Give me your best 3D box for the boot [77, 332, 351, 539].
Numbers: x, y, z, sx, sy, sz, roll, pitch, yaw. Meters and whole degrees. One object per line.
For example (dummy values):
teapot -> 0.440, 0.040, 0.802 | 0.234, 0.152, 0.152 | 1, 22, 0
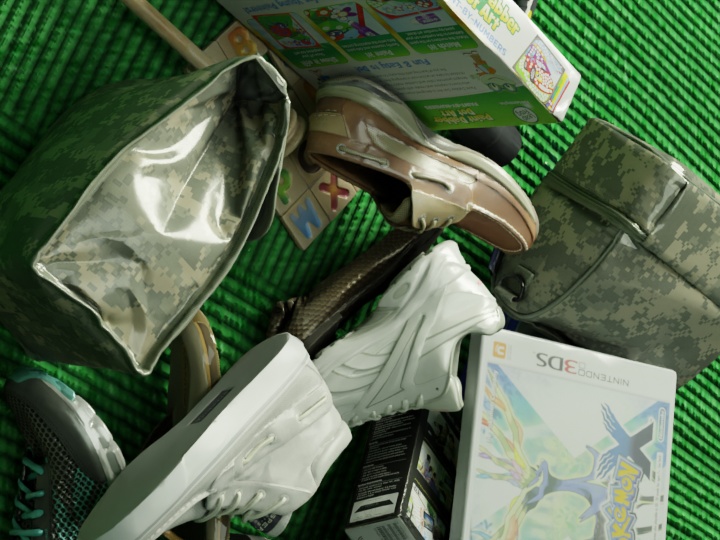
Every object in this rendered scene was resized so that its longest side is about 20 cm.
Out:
boot -> -0.080, 0.133, 0.905 | 0.200, 0.073, 0.096 | -44, 108, -34

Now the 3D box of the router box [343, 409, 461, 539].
router box -> 0.068, 0.205, 1.114 | 0.200, 0.051, 0.150 | 58, 30, -28

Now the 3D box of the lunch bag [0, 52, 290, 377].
lunch bag -> -0.138, -0.044, 0.884 | 0.118, 0.164, 0.200 | 47, 64, -26

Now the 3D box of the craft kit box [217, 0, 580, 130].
craft kit box -> 0.015, -0.166, 0.975 | 0.197, 0.199, 0.049 | 42, 65, -35

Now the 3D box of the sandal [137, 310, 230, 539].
sandal -> -0.125, 0.125, 0.971 | 0.054, 0.080, 0.201 | -3, 94, -25

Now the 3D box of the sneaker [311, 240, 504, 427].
sneaker -> 0.023, 0.077, 1.037 | 0.200, 0.078, 0.099 | -45, 83, 7

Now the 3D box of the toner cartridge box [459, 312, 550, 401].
toner cartridge box -> 0.156, 0.042, 1.224 | 0.095, 0.043, 0.201 | 36, 70, -35

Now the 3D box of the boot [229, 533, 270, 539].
boot -> -0.046, 0.277, 1.049 | 0.200, 0.065, 0.166 | 23, 87, -53

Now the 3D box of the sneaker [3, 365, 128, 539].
sneaker -> -0.189, 0.159, 0.918 | 0.091, 0.077, 0.201 | -31, 111, -31

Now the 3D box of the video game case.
video game case -> 0.153, 0.156, 1.080 | 0.181, 0.022, 0.201 | 14, 75, -24

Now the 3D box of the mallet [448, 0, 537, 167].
mallet -> 0.117, -0.186, 1.181 | 0.066, 0.041, 0.201 | 27, 72, -42

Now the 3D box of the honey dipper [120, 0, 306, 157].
honey dipper -> -0.115, -0.148, 0.976 | 0.200, 0.038, 0.038 | 41, 67, -31

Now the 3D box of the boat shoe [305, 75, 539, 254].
boat shoe -> 0.041, -0.060, 1.047 | 0.199, 0.076, 0.072 | 31, 68, -19

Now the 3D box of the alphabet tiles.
alphabet tiles -> -0.024, -0.143, 1.079 | 0.200, 0.008, 0.168 | -48, 121, -27

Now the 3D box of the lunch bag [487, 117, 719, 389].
lunch bag -> 0.213, 0.000, 1.152 | 0.200, 0.139, 0.168 | 33, 93, -37

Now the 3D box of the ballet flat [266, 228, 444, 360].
ballet flat -> 0.000, 0.000, 1.084 | 0.046, 0.067, 0.200 | 40, 59, 13
